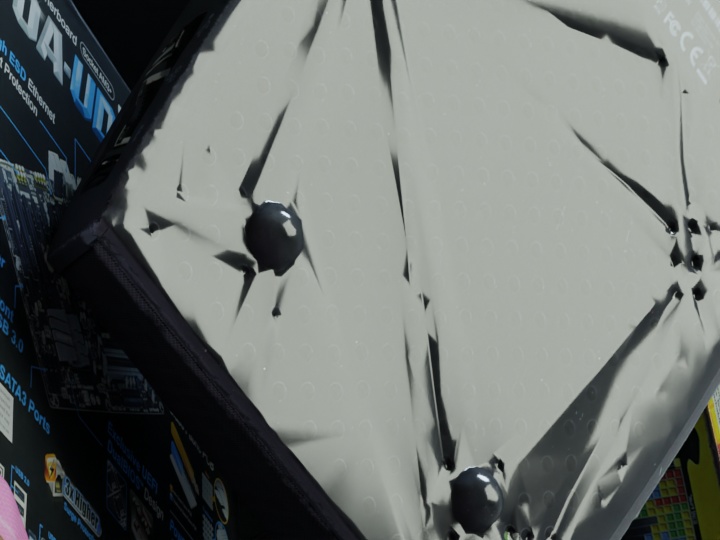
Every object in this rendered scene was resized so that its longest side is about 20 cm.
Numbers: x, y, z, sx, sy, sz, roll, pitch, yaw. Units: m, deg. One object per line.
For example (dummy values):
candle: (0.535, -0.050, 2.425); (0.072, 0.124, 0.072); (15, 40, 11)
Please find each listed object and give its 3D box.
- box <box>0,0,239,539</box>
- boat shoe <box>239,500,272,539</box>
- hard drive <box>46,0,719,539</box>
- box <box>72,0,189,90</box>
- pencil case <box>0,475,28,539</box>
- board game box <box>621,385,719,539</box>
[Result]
box: (-0.073, 0.016, 0.533); (0.200, 0.046, 0.160); (59, 24, -54)
boat shoe: (-0.002, 0.100, 0.747); (0.076, 0.060, 0.200); (52, 8, -24)
hard drive: (0.027, -0.030, 0.580); (0.135, 0.042, 0.200); (52, 52, -24)
box: (-0.001, -0.121, 0.829); (0.200, 0.117, 0.197); (-47, 138, -46)
pencil case: (-0.062, 0.078, 0.373); (0.201, 0.083, 0.086); (67, -16, -9)
board game box: (0.069, -0.020, 0.728); (0.165, 0.056, 0.201); (-19, 98, -70)
